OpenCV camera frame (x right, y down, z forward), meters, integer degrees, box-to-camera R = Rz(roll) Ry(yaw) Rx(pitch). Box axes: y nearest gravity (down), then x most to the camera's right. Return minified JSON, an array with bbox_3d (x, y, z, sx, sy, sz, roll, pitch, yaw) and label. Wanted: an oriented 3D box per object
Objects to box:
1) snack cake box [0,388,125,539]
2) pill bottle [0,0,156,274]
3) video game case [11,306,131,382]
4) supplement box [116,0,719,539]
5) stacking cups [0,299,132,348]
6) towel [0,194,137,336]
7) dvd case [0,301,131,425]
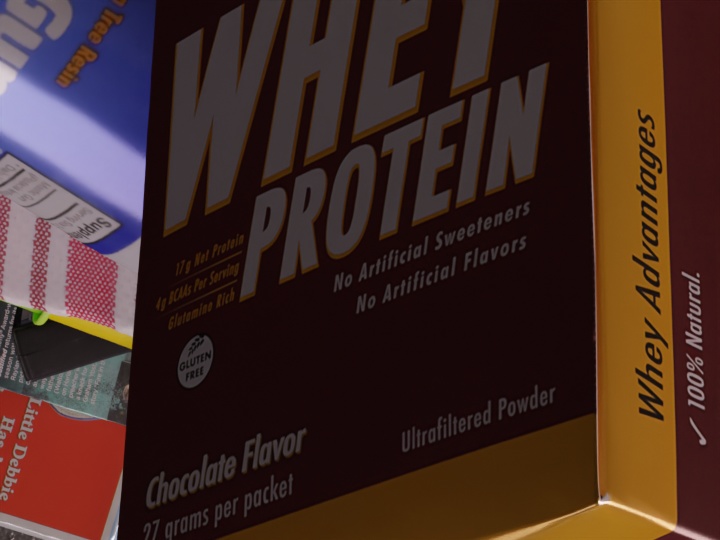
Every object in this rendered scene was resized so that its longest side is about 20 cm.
[{"bbox_3d":[-0.142,0.031,1.144,0.114,0.201,0.067,16,172,5],"label":"snack cake box"},{"bbox_3d":[-0.066,-0.068,0.619,0.199,0.113,0.112,32,166,-18],"label":"pill bottle"},{"bbox_3d":[-0.051,-0.001,0.945,0.180,0.026,0.200,-16,-175,-6],"label":"video game case"},{"bbox_3d":[0.065,0.004,0.531,0.132,0.198,0.199,-23,145,40],"label":"supplement box"},{"bbox_3d":[-0.155,-0.031,0.792,0.199,0.061,0.060,22,170,-13],"label":"stacking cups"},{"bbox_3d":[-0.049,-0.048,0.723,0.199,0.147,0.030,14,-167,18],"label":"towel"},{"bbox_3d":[-0.090,0.004,1.082,0.199,0.147,0.022,15,-172,6],"label":"dvd case"}]
